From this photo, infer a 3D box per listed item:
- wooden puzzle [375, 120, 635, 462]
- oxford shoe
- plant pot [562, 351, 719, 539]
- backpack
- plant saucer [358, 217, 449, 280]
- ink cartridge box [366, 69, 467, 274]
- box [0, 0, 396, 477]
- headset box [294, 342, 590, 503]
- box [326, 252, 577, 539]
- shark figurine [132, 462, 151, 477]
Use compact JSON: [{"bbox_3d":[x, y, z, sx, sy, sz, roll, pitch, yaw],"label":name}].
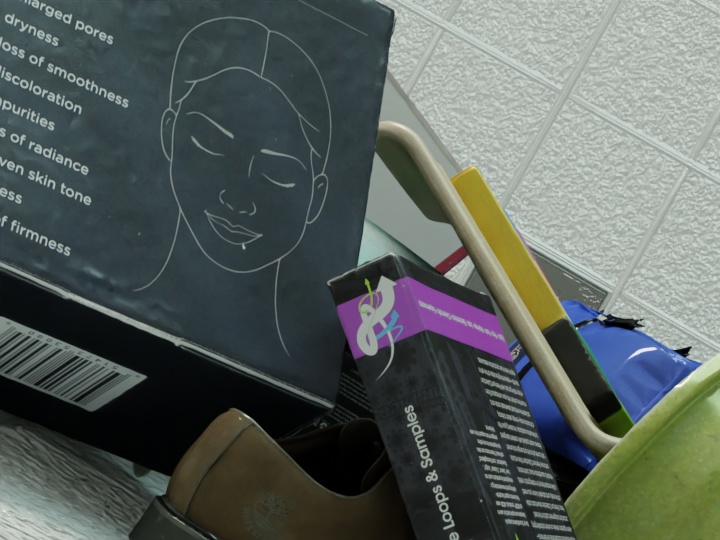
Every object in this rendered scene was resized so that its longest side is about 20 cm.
[{"bbox_3d":[0.086,0.021,1.118,0.201,0.037,0.185,55,3,17],"label":"wooden puzzle"},{"bbox_3d":[0.006,0.108,0.903,0.073,0.085,0.200,30,0,45],"label":"oxford shoe"},{"bbox_3d":[0.190,0.164,1.025,0.184,0.201,0.200,44,7,21],"label":"plant pot"},{"bbox_3d":[0.137,0.102,1.303,0.168,0.162,0.200,59,-17,-25],"label":"backpack"},{"bbox_3d":[0.000,0.000,1.130,0.199,0.036,0.200,35,-5,3],"label":"plant saucer"},{"bbox_3d":[-0.032,-0.024,1.427,0.145,0.145,0.200,52,-16,-1],"label":"ink cartridge box"},{"bbox_3d":[-0.106,-0.046,0.937,0.199,0.198,0.124,25,-32,-25],"label":"box"},{"bbox_3d":[0.023,0.102,1.122,0.173,0.093,0.200,30,2,17],"label":"headset box"},{"bbox_3d":[0.053,0.099,0.903,0.201,0.036,0.143,70,14,14],"label":"box"},{"bbox_3d":[-0.160,0.026,1.013,0.213,0.129,0.089,9,-14,-28],"label":"shark figurine"}]
